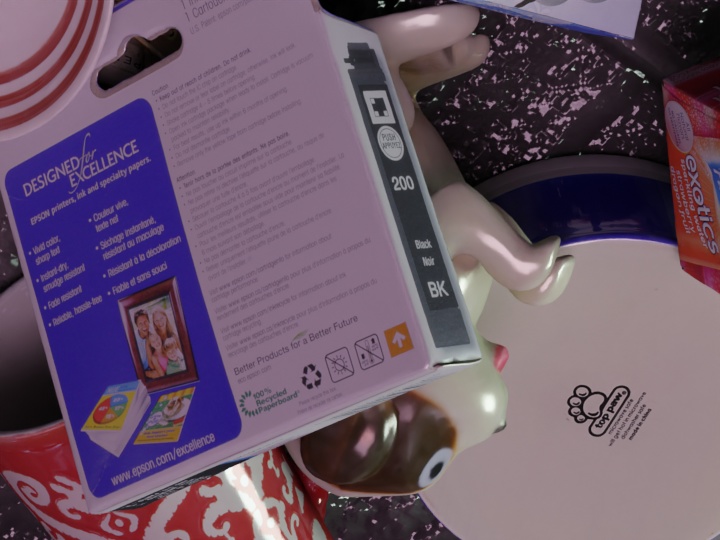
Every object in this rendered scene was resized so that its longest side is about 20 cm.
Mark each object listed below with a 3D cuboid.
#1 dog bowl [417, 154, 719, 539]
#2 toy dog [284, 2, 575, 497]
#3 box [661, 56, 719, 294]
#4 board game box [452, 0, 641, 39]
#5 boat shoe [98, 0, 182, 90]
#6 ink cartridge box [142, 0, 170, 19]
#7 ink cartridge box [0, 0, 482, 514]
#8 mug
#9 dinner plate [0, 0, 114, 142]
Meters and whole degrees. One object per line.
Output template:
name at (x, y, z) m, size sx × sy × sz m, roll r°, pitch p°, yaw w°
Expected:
dog bowl at (0.112, 0.048, 1.350) m, size 0.199 × 0.079 × 0.201 m, roll -2°, pitch 121°, yaw -4°
toy dog at (0.000, 0.000, 1.217) m, size 0.193 × 0.140 × 0.201 m, roll -12°, pitch 85°, yaw -4°
box at (0.244, -0.059, 1.245) m, size 0.199 × 0.095 × 0.100 m, roll -20°, pitch 120°, yaw -21°
board game box at (0.047, -0.210, 1.123) m, size 0.198 × 0.043 × 0.201 m, roll 10°, pitch 93°, yaw -38°
boat shoe at (-0.109, -0.099, 1.248) m, size 0.074 × 0.066 × 0.201 m, roll 16°, pitch 117°, yaw -13°
ink cartridge box at (-0.042, -0.224, 1.179) m, size 0.200 × 0.047 × 0.160 m, roll -31°, pitch 102°, yaw -3°
ink cartridge box at (-0.062, -0.022, 1.168) m, size 0.198 × 0.043 × 0.201 m, roll -24°, pitch 79°, yaw 35°
mug at (-0.076, 0.093, 1.333) m, size 0.177 × 0.134 × 0.200 m, roll -22°, pitch 124°, yaw 11°
dinner plate at (-0.181, -0.152, 1.187) m, size 0.199 × 0.024 × 0.201 m, roll 14°, pitch 118°, yaw 27°
